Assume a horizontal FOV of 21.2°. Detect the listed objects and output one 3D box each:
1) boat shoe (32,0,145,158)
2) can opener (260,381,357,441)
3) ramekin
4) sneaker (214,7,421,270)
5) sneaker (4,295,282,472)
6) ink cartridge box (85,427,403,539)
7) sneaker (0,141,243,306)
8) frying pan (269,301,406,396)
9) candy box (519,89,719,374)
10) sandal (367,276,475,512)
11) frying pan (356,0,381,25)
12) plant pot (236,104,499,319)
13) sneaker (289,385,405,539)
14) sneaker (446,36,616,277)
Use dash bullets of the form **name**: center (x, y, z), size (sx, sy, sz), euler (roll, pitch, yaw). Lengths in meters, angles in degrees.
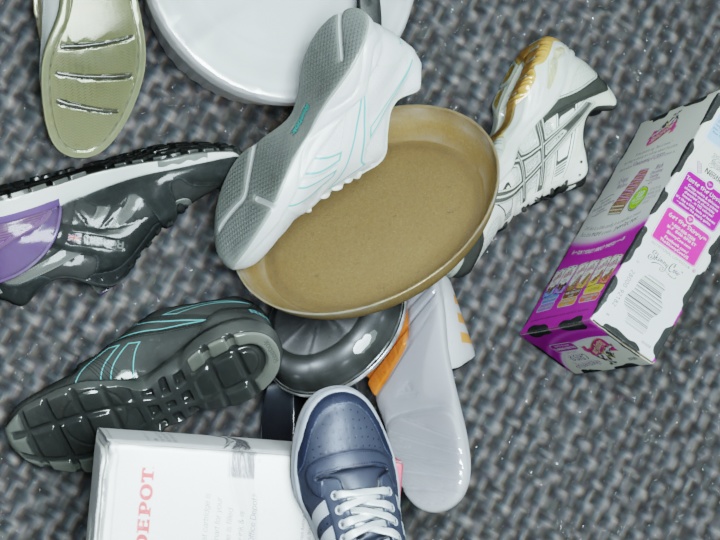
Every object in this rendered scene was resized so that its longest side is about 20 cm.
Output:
- **boat shoe**: center (-0.192, -0.182, 1.345), size (0.074, 0.068, 0.201), euler (1, 103, -21)
- **can opener**: center (-0.020, 0.173, 1.361), size (0.063, 0.078, 0.201), euler (-4, 86, -55)
- **ramekin**: center (-0.066, -0.211, 1.371), size (0.201, 0.094, 0.204), euler (2, 83, -16)
- **sneaker**: center (-0.027, -0.077, 1.308), size (0.080, 0.071, 0.201), euler (23, 110, -39)
- **sneaker**: center (-0.149, 0.077, 1.328), size (0.199, 0.079, 0.076), euler (-20, 123, 0)
- **ink cartridge box**: center (-0.082, 0.185, 1.271), size (0.199, 0.085, 0.147), euler (5, 91, -14)
- **sneaker**: center (-0.171, -0.033, 1.340), size (0.199, 0.076, 0.088), euler (-16, 102, -14)
- **frying pan**: center (0.007, 0.010, 1.347), size (0.190, 0.115, 0.031), euler (-42, 132, 1)
- **candy box**: center (0.210, -0.025, 1.404), size (0.061, 0.136, 0.201), euler (34, 76, -11)
- **sandal**: center (0.047, 0.078, 1.372), size (0.059, 0.079, 0.208), euler (22, 51, -50)
- **frying pan**: center (0.016, -0.241, 1.332), size (0.114, 0.031, 0.191), euler (-25, 103, -13)
- **plant pot**: center (0.007, -0.037, 1.339), size (0.200, 0.200, 0.028), euler (-43, 132, -16)
- **sneaker**: center (0.004, 0.175, 1.191), size (0.070, 0.108, 0.201), euler (-5, 94, -14)
- **sneaker**: center (0.124, -0.072, 1.418), size (0.087, 0.076, 0.201), euler (33, 78, -14)
